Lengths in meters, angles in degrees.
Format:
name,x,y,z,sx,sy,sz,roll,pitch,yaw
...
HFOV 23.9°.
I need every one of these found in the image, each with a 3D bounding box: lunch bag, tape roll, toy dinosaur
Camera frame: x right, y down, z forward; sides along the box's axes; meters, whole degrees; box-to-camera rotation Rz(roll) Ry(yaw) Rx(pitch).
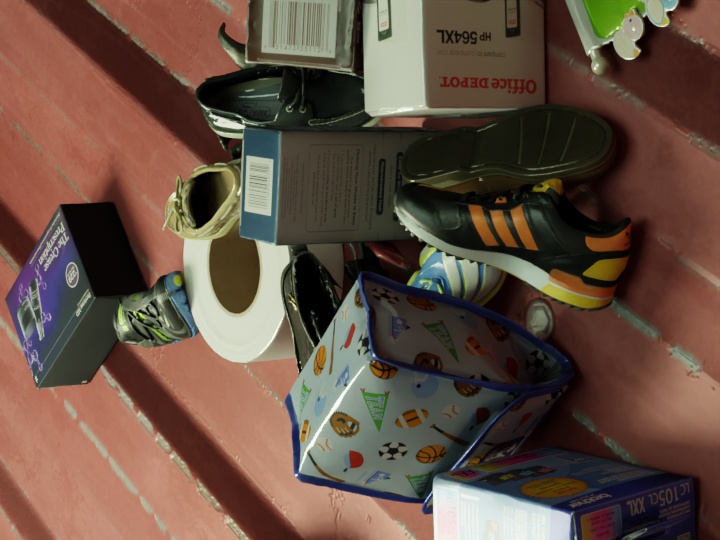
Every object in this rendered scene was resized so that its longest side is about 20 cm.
name,x,y,z,sx,sy,sz,roll,pitch,yaw
lunch bag,0.060,0.115,1.444,0.170,0.199,0.124,-56,29,37
tape roll,-0.103,-0.007,1.755,0.202,0.071,0.203,6,98,53
toy dinosaur,-0.099,-0.170,1.741,0.077,0.102,0.201,62,-169,-56

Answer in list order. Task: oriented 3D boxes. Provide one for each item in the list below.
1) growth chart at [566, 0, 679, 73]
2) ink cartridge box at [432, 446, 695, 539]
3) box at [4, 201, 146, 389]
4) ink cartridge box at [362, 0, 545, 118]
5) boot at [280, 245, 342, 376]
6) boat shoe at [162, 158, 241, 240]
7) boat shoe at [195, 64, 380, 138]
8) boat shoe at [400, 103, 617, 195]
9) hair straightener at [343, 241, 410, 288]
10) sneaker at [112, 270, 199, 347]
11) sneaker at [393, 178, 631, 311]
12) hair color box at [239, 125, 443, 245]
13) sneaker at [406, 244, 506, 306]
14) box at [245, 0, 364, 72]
name,x,y,z,sx,sy,sz,roll,pitch,yaw
growth chart,0.220,-0.263,1.340,0.200,0.018,0.145,-50,54,42
ink cartridge box,0.172,0.201,1.351,0.200,0.136,0.077,9,105,52
box,-0.351,0.032,2.081,0.200,0.079,0.141,-52,56,41
ink cartridge box,0.079,-0.231,1.435,0.084,0.146,0.201,0,94,50
boot,-0.031,0.070,1.575,0.174,0.069,0.201,-161,49,-85
boat shoe,-0.149,-0.076,1.700,0.200,0.063,0.074,-23,75,52
boat shoe,-0.071,-0.169,1.642,0.199,0.066,0.075,5,70,27
boat shoe,0.134,-0.090,1.441,0.199,0.068,0.072,-2,57,36
hair straightener,0.000,0.000,1.583,0.077,0.041,0.200,-65,16,8
sneaker,-0.229,0.053,1.879,0.200,0.082,0.071,143,112,-68
sneaker,0.128,-0.045,1.392,0.200,0.070,0.090,25,116,10
hair color box,-0.010,-0.078,1.518,0.060,0.199,0.100,14,103,51
sneaker,0.062,0.045,1.509,0.200,0.076,0.105,-49,15,54
box,-0.028,-0.218,1.520,0.100,0.200,0.075,6,101,14
